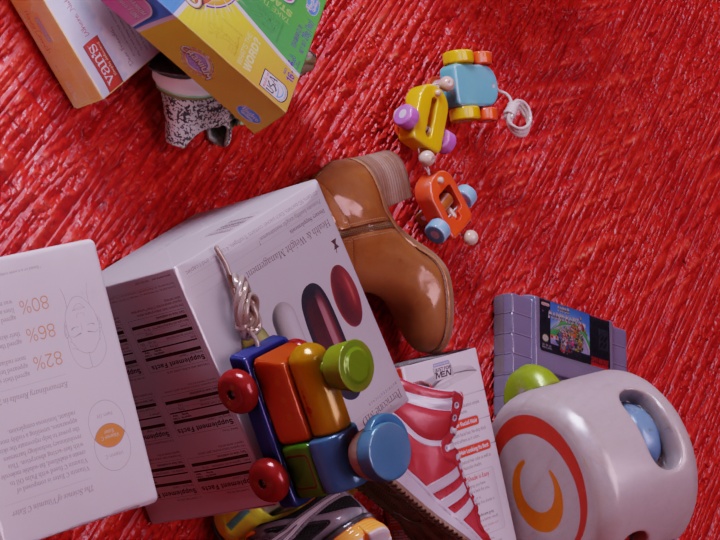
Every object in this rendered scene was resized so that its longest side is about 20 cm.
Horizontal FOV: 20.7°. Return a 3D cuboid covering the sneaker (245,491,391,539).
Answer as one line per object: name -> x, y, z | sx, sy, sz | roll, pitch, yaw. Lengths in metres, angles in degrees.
sneaker -> -0.074, 0.245, 1.570 | 0.200, 0.077, 0.078 | -32, 147, -9

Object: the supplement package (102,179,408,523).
supplement package -> -0.100, 0.064, 1.567 | 0.191, 0.147, 0.200 | -35, 107, -47

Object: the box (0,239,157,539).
box -> -0.255, 0.093, 1.412 | 0.152, 0.106, 0.200 | -14, 91, -50

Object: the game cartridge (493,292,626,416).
game cartridge -> 0.207, 0.101, 2.002 | 0.200, 0.038, 0.130 | 17, 72, -46

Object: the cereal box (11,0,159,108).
cereal box -> -0.202, -0.242, 1.612 | 0.200, 0.040, 0.144 | -47, 115, -44

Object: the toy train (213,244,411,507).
toy train -> -0.040, 0.069, 1.432 | 0.085, 0.116, 0.200 | -26, 100, -46

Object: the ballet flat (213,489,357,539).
ballet flat -> -0.043, 0.171, 1.657 | 0.067, 0.067, 0.200 | 47, 41, 12

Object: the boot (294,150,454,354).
boot -> 0.000, 0.000, 1.758 | 0.155, 0.077, 0.200 | -26, 107, -44

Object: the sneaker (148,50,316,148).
sneaker -> -0.113, -0.153, 1.689 | 0.200, 0.077, 0.089 | -21, 129, -52

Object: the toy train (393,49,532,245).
toy train -> 0.086, -0.122, 1.906 | 0.150, 0.056, 0.200 | 56, 48, -25

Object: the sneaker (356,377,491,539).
sneaker -> 0.066, 0.169, 1.693 | 0.200, 0.071, 0.113 | 46, 54, -39

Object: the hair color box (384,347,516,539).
hair color box -> 0.071, 0.179, 1.801 | 0.111, 0.064, 0.200 | -11, 90, -48

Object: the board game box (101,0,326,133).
board game box -> -0.126, -0.229, 1.597 | 0.200, 0.040, 0.153 | 40, 43, -24

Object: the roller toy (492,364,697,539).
roller toy -> 0.220, 0.192, 1.860 | 0.140, 0.182, 0.200 | -12, 110, -34
